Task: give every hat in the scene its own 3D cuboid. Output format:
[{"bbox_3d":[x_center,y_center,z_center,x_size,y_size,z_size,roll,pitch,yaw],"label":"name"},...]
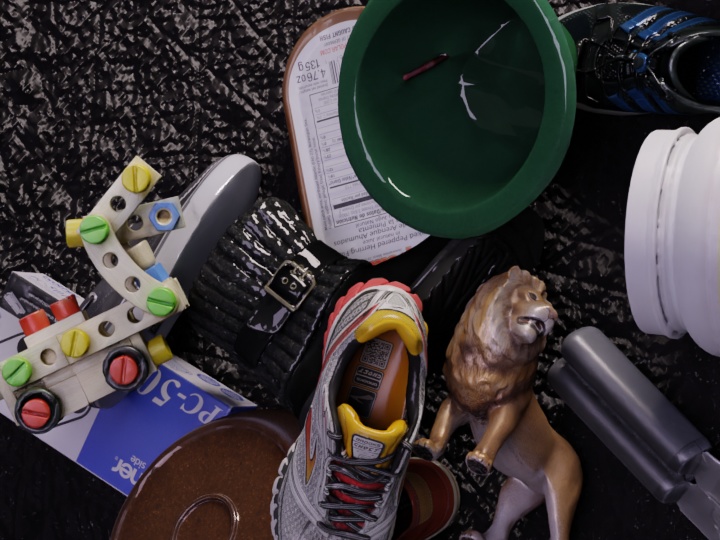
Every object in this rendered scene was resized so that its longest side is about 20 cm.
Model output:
[{"bbox_3d":[0.107,-0.125,1.313,0.166,0.176,0.200,52,122,16],"label":"hat"}]

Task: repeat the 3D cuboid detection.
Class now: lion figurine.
[{"bbox_3d":[0.098,0.104,1.301,0.072,0.201,0.123,7,46,31],"label":"lion figurine"}]

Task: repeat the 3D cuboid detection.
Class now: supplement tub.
[{"bbox_3d":[0.266,-0.018,1.218,0.198,0.145,0.146,3,88,24],"label":"supplement tub"}]

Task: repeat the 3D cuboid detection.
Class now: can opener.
[{"bbox_3d":[0.204,0.111,1.296,0.200,0.067,0.054,47,138,26],"label":"can opener"}]

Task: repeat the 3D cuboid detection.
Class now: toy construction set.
[{"bbox_3d":[-0.192,0.025,1.338,0.199,0.092,0.132,-25,93,15],"label":"toy construction set"}]

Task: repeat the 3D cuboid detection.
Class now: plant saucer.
[{"bbox_3d":[-0.091,0.172,1.328,0.199,0.034,0.202,-20,52,27],"label":"plant saucer"}]

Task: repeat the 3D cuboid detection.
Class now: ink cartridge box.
[{"bbox_3d":[-0.178,0.087,1.462,0.199,0.044,0.095,30,99,21],"label":"ink cartridge box"}]

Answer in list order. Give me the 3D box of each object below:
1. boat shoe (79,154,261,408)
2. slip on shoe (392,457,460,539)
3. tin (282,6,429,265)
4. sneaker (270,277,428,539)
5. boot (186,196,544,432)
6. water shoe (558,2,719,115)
[{"bbox_3d":[-0.144,-0.002,1.420,0.066,0.070,0.201,29,81,21],"label":"boat shoe"},{"bbox_3d":[-0.031,0.173,1.384,0.199,0.061,0.075,-21,80,23],"label":"slip on shoe"},{"bbox_3d":[0.008,-0.077,1.396,0.111,0.042,0.202,-15,81,27],"label":"tin"},{"bbox_3d":[-0.007,0.107,1.229,0.077,0.082,0.202,9,97,-5],"label":"sneaker"},{"bbox_3d":[-0.001,-0.001,1.334,0.211,0.079,0.158,-42,54,-2],"label":"boot"},{"bbox_3d":[0.191,-0.132,1.294,0.198,0.079,0.072,7,89,24],"label":"water shoe"}]
